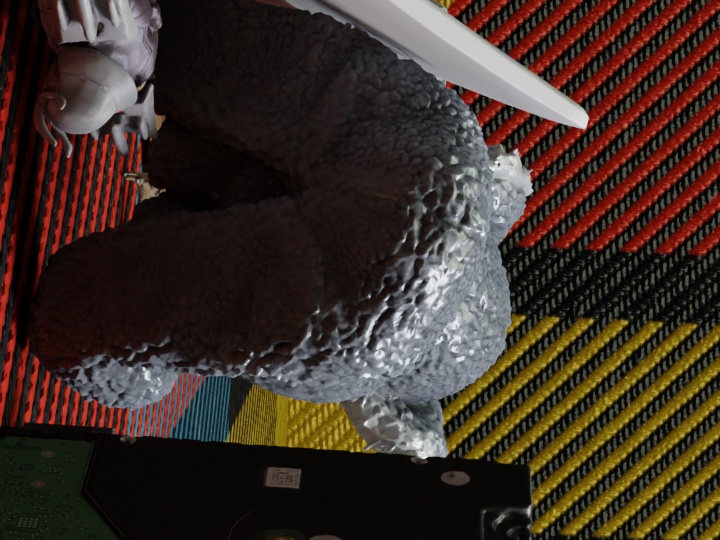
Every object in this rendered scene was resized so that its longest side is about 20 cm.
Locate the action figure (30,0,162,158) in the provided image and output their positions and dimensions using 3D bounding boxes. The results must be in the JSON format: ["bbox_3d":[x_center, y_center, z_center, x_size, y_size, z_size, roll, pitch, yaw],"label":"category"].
[{"bbox_3d":[-0.097,-0.130,0.986,0.130,0.069,0.201,105,-6,-61],"label":"action figure"}]

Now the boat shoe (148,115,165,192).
[{"bbox_3d":[-0.083,-0.109,1.449,0.071,0.070,0.201,-87,180,-53],"label":"boat shoe"}]

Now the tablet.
[{"bbox_3d":[-0.004,-0.104,1.026,0.014,0.130,0.200,-59,-151,0],"label":"tablet"}]

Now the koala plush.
[{"bbox_3d":[0.000,0.000,1.086,0.200,0.183,0.178,37,66,-55],"label":"koala plush"}]

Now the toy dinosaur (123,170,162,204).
[{"bbox_3d":[-0.106,0.004,1.367,0.200,0.058,0.102,-34,142,-79],"label":"toy dinosaur"}]

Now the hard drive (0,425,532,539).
[{"bbox_3d":[-0.042,0.103,0.870,0.140,0.199,0.038,-86,-179,-67],"label":"hard drive"}]

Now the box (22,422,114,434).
[{"bbox_3d":[-0.122,0.163,0.978,0.200,0.037,0.137,-84,177,-66],"label":"box"}]

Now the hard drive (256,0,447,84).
[{"bbox_3d":[-0.041,-0.109,1.220,0.026,0.200,0.132,-33,143,-32],"label":"hard drive"}]
